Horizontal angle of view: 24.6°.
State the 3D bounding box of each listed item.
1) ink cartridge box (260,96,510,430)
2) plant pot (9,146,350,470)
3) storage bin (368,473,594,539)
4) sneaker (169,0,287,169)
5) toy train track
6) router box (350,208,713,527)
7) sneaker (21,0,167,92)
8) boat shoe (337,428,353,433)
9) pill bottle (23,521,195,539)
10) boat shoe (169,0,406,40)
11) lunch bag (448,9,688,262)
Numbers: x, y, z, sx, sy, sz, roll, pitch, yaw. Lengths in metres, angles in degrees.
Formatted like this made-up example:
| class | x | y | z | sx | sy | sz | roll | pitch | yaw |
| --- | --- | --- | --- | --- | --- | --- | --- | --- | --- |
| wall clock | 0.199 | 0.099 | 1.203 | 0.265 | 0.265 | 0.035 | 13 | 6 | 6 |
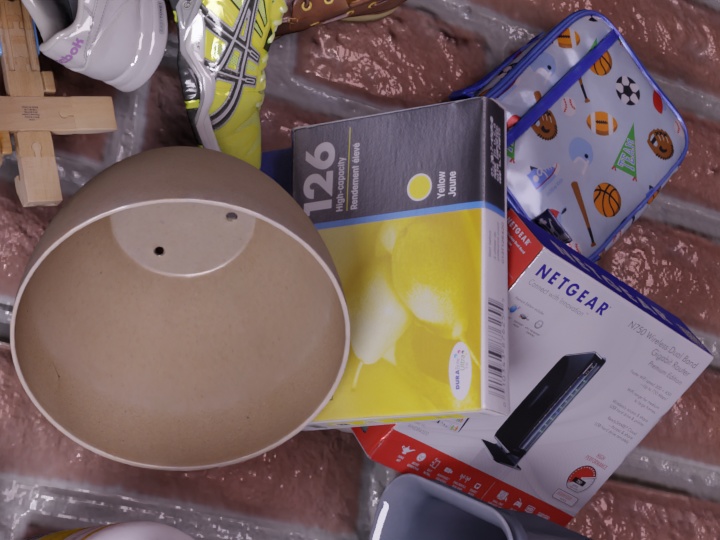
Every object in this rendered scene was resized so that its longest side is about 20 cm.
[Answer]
| class | x | y | z | sx | sy | sz | roll | pitch | yaw |
| --- | --- | --- | --- | --- | --- | --- | --- | --- | --- |
| ink cartridge box | 0.000 | 0.000 | 1.058 | 0.047 | 0.198 | 0.200 | 23 | 64 | -59 |
| plant pot | -0.109 | 0.003 | 1.013 | 0.199 | 0.201 | 0.135 | 29 | 28 | -24 |
| storage bin | 0.075 | 0.243 | 1.090 | 0.133 | 0.145 | 0.203 | 11 | 94 | -43 |
| sneaker | -0.081 | -0.151 | 1.070 | 0.075 | 0.076 | 0.202 | -9 | 118 | -1 |
| toy train track | -0.221 | -0.134 | 1.048 | 0.114 | 0.032 | 0.202 | -3 | 74 | -33 |
| router box | 0.115 | 0.077 | 1.114 | 0.199 | 0.049 | 0.180 | 28 | 107 | -39 |
| sneaker | -0.179 | -0.214 | 1.040 | 0.099 | 0.075 | 0.202 | 7 | 62 | -48 |
| boat shoe | 0.065 | 0.047 | 1.150 | 0.199 | 0.092 | 0.075 | -31 | 96 | -33 |
| pill bottle | -0.140 | 0.200 | 0.924 | 0.111 | 0.199 | 0.114 | 7 | 76 | -30 |
| boat shoe | -0.039 | -0.204 | 1.154 | 0.198 | 0.067 | 0.073 | -15 | 87 | -33 |
| lunch bag | 0.147 | -0.095 | 1.246 | 0.200 | 0.075 | 0.161 | -43 | 101 | -32 |
